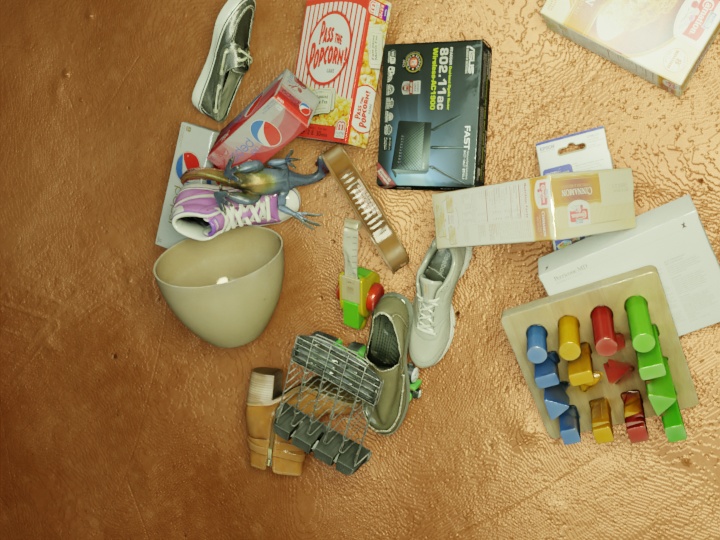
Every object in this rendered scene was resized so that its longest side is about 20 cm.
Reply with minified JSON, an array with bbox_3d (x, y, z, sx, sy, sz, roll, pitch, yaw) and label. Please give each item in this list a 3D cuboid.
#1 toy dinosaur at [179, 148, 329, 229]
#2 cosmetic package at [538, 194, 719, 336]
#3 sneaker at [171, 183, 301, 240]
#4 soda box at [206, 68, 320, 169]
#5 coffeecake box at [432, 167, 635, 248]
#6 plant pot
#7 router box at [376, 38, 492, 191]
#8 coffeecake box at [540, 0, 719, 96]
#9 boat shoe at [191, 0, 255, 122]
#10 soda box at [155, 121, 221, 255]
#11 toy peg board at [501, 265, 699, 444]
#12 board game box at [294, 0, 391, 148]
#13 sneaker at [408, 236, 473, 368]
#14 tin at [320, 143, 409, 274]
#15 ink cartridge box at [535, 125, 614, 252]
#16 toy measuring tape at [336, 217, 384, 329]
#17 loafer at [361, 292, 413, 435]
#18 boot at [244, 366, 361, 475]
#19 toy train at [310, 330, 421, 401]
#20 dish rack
[{"bbox_3d":[-0.132,-0.148,1.125,0.197,0.180,0.107,30,121,26],"label":"toy dinosaur"},{"bbox_3d":[0.340,0.019,0.945,0.196,0.052,0.153,-24,113,23],"label":"cosmetic package"},{"bbox_3d":[-0.187,-0.082,1.154,0.194,0.115,0.074,-5,119,-1],"label":"sneaker"},{"bbox_3d":[-0.148,-0.210,1.134,0.069,0.065,0.198,36,141,-23],"label":"soda box"},{"bbox_3d":[0.209,-0.074,0.936,0.198,0.150,0.075,-2,95,55],"label":"coffeecake box"},{"bbox_3d":[-0.203,0.035,1.167,0.195,0.201,0.138,4,120,23],"label":"plant pot"},{"bbox_3d":[0.104,-0.214,1.073,0.146,0.062,0.207,4,92,23],"label":"router box"},{"bbox_3d":[0.350,-0.338,0.945,0.198,0.073,0.156,34,103,19],"label":"coffeecake box"},{"bbox_3d":[-0.201,-0.336,1.209,0.063,0.070,0.204,33,112,20],"label":"boat shoe"},{"bbox_3d":[-0.270,-0.132,1.245,0.067,0.063,0.206,18,99,22],"label":"soda box"},{"bbox_3d":[0.294,0.129,0.931,0.195,0.098,0.203,-18,113,22],"label":"toy peg board"},{"bbox_3d":[-0.035,-0.290,1.114,0.150,0.046,0.206,16,98,48],"label":"board game box"},{"bbox_3d":[0.097,0.039,1.067,0.074,0.092,0.206,14,98,22],"label":"sneaker"},{"bbox_3d":[0.008,-0.090,1.091,0.041,0.112,0.203,-31,84,-1],"label":"tin"},{"bbox_3d":[0.295,-0.078,1.006,0.092,0.037,0.206,-11,89,25],"label":"ink cartridge box"},{"bbox_3d":[0.000,0.000,1.100,0.072,0.074,0.204,17,130,22],"label":"toy measuring tape"},{"bbox_3d":[0.029,0.135,1.061,0.073,0.069,0.206,7,102,23],"label":"loafer"},{"bbox_3d":[-0.091,0.243,1.170,0.194,0.077,0.160,6,99,16],"label":"boot"},{"bbox_3d":[0.003,0.140,1.136,0.195,0.042,0.058,16,112,23],"label":"toy train"},{"bbox_3d":[-0.042,0.179,1.053,0.150,0.055,0.204,25,123,14],"label":"dish rack"}]
